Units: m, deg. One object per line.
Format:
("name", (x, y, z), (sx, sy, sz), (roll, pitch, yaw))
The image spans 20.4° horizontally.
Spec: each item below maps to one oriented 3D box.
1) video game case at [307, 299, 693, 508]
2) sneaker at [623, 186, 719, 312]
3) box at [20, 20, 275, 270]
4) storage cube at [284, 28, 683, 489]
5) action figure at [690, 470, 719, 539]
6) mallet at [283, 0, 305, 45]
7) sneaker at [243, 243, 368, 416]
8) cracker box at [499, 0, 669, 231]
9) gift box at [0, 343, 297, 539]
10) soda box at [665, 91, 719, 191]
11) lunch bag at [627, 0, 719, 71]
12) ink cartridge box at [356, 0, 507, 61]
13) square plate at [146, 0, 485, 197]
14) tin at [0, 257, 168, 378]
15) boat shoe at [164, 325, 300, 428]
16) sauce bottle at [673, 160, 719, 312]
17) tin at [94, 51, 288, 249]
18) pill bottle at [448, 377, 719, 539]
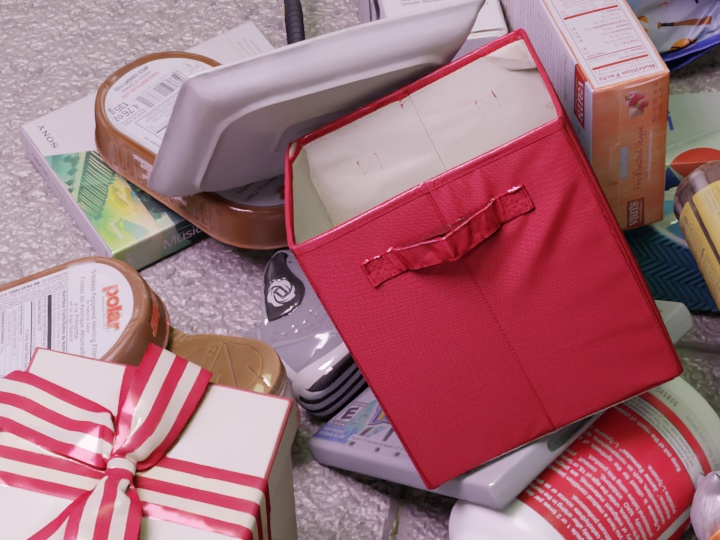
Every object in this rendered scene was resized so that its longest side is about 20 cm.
("video game case", (0.085, 0.073, 1.268), (0.182, 0.022, 0.200), (-40, 23, -25))
("sneaker", (0.227, -0.023, 1.386), (0.199, 0.077, 0.081), (13, 45, 4))
("box", (-0.127, -0.091, 1.459), (0.200, 0.036, 0.144), (-28, 57, -18))
("storage cube", (0.069, -0.009, 1.197), (0.171, 0.180, 0.200), (-26, 23, 8))
("action figure", (0.281, 0.172, 1.167), (0.193, 0.200, 0.105), (37, 17, 9))
("mallet", (-0.053, -0.222, 1.517), (0.041, 0.066, 0.200), (-2, 41, -6))
("sneaker", (0.000, 0.000, 1.366), (0.115, 0.075, 0.200), (36, 62, 27))
("cracker box", (0.145, -0.138, 1.345), (0.058, 0.134, 0.200), (-14, 47, -8))
("gift box", (-0.148, 0.164, 1.172), (0.199, 0.187, 0.185), (8, 53, 5))
("soda box", (0.237, -0.082, 1.429), (0.199, 0.064, 0.068), (-4, 53, -2))
("lunch bag", (0.195, -0.239, 1.514), (0.199, 0.124, 0.170), (-9, 52, 3))
("ink cartridge box", (0.048, -0.191, 1.463), (0.083, 0.144, 0.200), (-9, 53, -5))
("square plate", (-0.030, -0.103, 1.281), (0.200, 0.198, 0.029), (-17, 77, -17))
("tin", (-0.221, 0.057, 1.297), (0.200, 0.042, 0.112), (-19, 50, 12))
("boat shoe", (-0.125, 0.076, 1.313), (0.200, 0.069, 0.074), (13, 58, 37))
("sauce bottle", (0.255, 0.018, 1.256), (0.065, 0.065, 0.200), (-10, 48, -7))
("tin", (-0.102, -0.087, 1.403), (0.200, 0.042, 0.112), (32, 58, 25))
("pill bottle", (0.128, 0.152, 1.223), (0.112, 0.112, 0.200), (37, 61, 25))
